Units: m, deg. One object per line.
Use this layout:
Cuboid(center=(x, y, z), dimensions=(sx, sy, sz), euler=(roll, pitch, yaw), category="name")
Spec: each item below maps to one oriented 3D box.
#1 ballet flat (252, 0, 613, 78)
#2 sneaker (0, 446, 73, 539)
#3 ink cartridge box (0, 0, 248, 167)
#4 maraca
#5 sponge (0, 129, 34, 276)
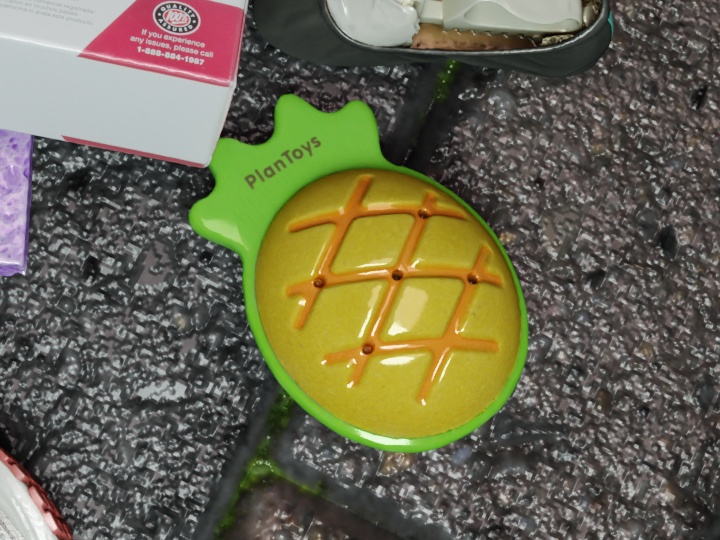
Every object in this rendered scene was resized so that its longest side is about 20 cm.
Cuboid(center=(0.043, -0.147, 1.024), dimensions=(0.199, 0.068, 0.068), euler=(2, 77, -10), category="ballet flat")
Cuboid(center=(-0.217, 0.105, 0.919), dimensions=(0.200, 0.078, 0.082), euler=(37, 77, 10), category="sneaker")
Cuboid(center=(-0.128, -0.168, 0.968), dimensions=(0.145, 0.083, 0.200), euler=(11, 59, -8), category="ink cartridge box")
Cuboid(center=(0.000, 0.000, 0.961), dimensions=(0.137, 0.107, 0.200), euler=(-34, 79, -18), category="maraca")
Cuboid(center=(-0.268, -0.061, 0.967), dimensions=(0.199, 0.030, 0.112), euler=(5, 76, -9), category="sponge")
